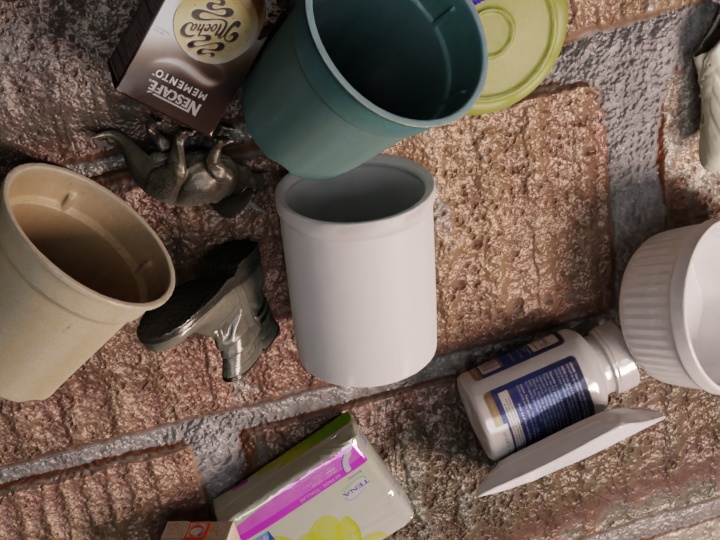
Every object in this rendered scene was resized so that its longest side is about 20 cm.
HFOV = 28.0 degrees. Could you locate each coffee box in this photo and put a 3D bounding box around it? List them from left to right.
[{"bbox_3d":[-0.153,-0.251,1.429,0.112,0.080,0.201,24,106,-26],"label":"coffee box"}]

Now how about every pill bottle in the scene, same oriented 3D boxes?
[{"bbox_3d":[0.224,0.137,1.712,0.199,0.111,0.112,-23,120,-4],"label":"pill bottle"}]

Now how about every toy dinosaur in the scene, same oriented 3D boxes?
[{"bbox_3d":[-0.181,-0.103,1.495,0.198,0.077,0.103,4,114,-18],"label":"toy dinosaur"}]

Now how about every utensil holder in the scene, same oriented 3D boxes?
[{"bbox_3d":[0.000,0.000,1.548,0.168,0.170,0.202,-10,119,-11],"label":"utensil holder"}]

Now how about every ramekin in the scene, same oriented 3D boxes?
[{"bbox_3d":[0.388,0.043,1.676,0.199,0.105,0.202,3,86,-43],"label":"ramekin"}]

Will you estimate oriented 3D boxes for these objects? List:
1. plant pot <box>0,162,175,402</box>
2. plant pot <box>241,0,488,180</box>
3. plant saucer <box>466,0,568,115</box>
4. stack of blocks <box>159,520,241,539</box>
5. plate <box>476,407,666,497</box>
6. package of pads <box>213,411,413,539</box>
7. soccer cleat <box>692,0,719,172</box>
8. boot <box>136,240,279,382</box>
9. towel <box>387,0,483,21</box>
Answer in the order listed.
[{"bbox_3d":[-0.321,0.026,1.467,0.200,0.201,0.184,30,115,-26],"label":"plant pot"},{"bbox_3d":[-0.010,-0.192,1.410,0.199,0.202,0.196,19,151,-24],"label":"plant pot"},{"bbox_3d":[0.134,-0.257,1.540,0.198,0.031,0.202,-7,118,-13],"label":"plant saucer"},{"bbox_3d":[-0.182,0.389,1.712,0.114,0.059,0.201,-4,125,17],"label":"stack of blocks"},{"bbox_3d":[0.249,0.208,1.715,0.199,0.033,0.199,-30,165,22],"label":"plate"},{"bbox_3d":[-0.052,0.287,1.728,0.199,0.068,0.155,-33,119,3],"label":"package of pads"},{"bbox_3d":[0.403,-0.212,1.624,0.077,0.069,0.202,8,106,-14],"label":"soccer cleat"},{"bbox_3d":[-0.150,0.066,1.538,0.067,0.200,0.132,4,120,32],"label":"boot"},{"bbox_3d":[0.108,-0.342,1.459,0.198,0.050,0.149,-14,101,-7],"label":"towel"}]
